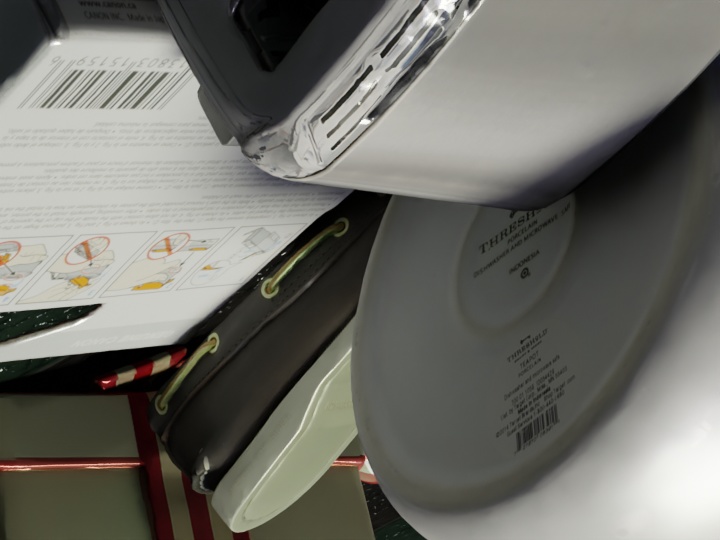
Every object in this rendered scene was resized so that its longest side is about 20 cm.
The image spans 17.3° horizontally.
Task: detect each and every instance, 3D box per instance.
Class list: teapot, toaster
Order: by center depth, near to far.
[{"bbox_3d":[0.035,-0.101,0.607,0.129,0.114,0.200,-3,145,-45],"label":"toaster"},{"bbox_3d":[0.104,0.016,0.722,0.146,0.200,0.198,24,90,-28],"label":"teapot"}]

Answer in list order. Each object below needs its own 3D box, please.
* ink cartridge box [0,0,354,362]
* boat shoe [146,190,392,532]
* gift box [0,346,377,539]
[{"bbox_3d":[-0.077,-0.033,0.736,0.173,0.044,0.200,-40,158,34],"label":"ink cartridge box"},{"bbox_3d":[0.000,0.000,0.839,0.201,0.061,0.072,-50,160,12],"label":"boat shoe"},{"bbox_3d":[-0.080,0.153,0.978,0.199,0.187,0.185,3,145,-30],"label":"gift box"}]
